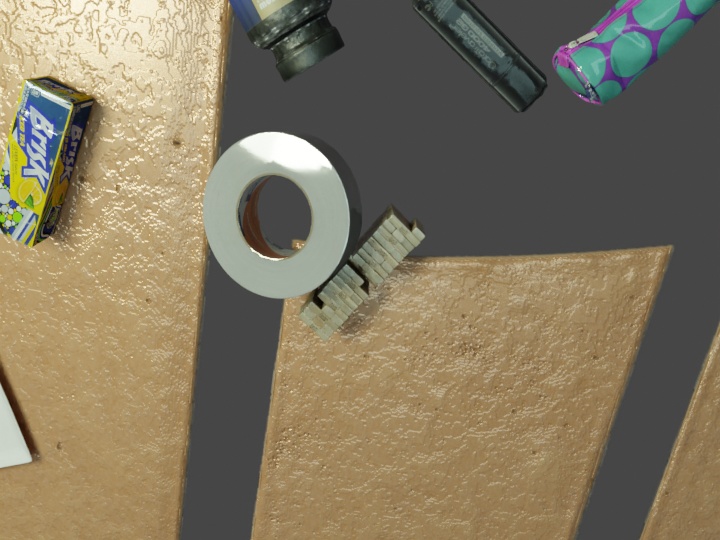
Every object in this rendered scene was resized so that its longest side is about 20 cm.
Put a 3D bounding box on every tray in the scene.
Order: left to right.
[{"bbox_3d":[-0.573,0.207,1.031,0.104,0.022,0.206,-11,108,6],"label":"tray"}]

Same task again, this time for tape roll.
[{"bbox_3d":[-0.098,-0.072,0.865,0.194,0.066,0.207,3,102,16],"label":"tape roll"}]

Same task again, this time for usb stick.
[{"bbox_3d":[0.145,-0.274,0.825,0.199,0.033,0.055,41,113,-11],"label":"usb stick"}]

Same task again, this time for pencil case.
[{"bbox_3d":[0.321,-0.285,0.784,0.199,0.086,0.092,-43,131,14],"label":"pencil case"}]

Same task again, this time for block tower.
[{"bbox_3d":[0.000,0.000,0.915,0.058,0.054,0.200,41,106,-12],"label":"block tower"}]

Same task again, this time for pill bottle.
[{"bbox_3d":[-0.099,-0.328,0.775,0.110,0.112,0.203,-26,106,11],"label":"pill bottle"}]

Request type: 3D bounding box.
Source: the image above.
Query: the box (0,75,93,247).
[{"bbox_3d":[-0.414,-0.140,0.880,0.069,0.065,0.204,24,109,-6],"label":"box"}]
